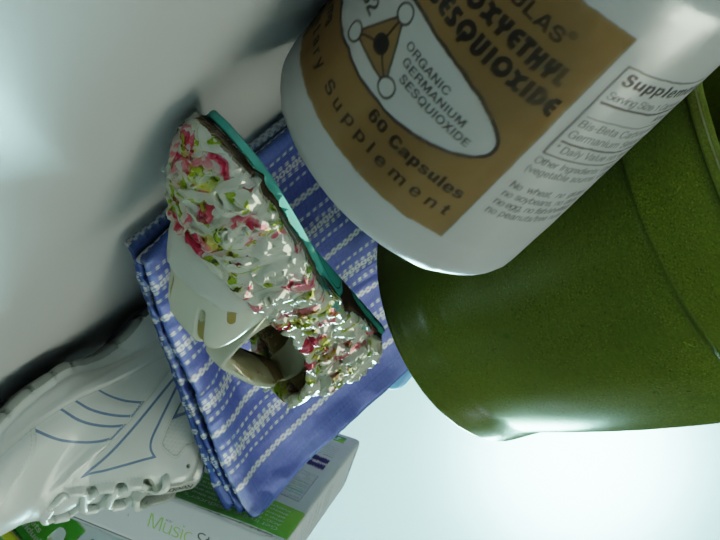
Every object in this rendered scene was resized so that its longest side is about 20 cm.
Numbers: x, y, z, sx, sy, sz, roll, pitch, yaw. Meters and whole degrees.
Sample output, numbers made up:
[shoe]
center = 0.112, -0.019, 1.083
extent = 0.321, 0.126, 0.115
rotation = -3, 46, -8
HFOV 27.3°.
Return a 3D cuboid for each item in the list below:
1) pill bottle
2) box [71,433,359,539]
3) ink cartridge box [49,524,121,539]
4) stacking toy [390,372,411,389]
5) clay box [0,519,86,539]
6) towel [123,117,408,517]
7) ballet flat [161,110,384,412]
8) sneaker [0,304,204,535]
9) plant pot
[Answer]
[pill bottle]
center = 0.070, -0.099, 0.494
extent = 0.200, 0.115, 0.114
rotation = -46, 174, 35
[box]
center = -0.088, 0.110, 0.837
extent = 0.200, 0.143, 0.037
rotation = -32, 142, -77
[ink cartridge box]
center = -0.229, 0.213, 1.008
extent = 0.200, 0.084, 0.144
rotation = -43, 176, 23
[stacking toy]
center = -0.023, 0.039, 1.145
extent = 0.199, 0.110, 0.116
rotation = -15, 149, -55
[clay box]
center = -0.226, 0.206, 0.791
extent = 0.200, 0.115, 0.048
rotation = -43, 174, -4
[towel]
center = -0.028, 0.017, 0.694
extent = 0.145, 0.024, 0.201
rotation = -40, 143, -23
[ballet flat]
center = -0.038, 0.010, 0.584
extent = 0.064, 0.076, 0.200
rotation = -41, 152, -4
[sneaker]
center = -0.121, 0.081, 0.707
extent = 0.200, 0.087, 0.074
rotation = -36, 179, -39
[plant pot]
center = 0.115, -0.013, 0.645
extent = 0.192, 0.202, 0.200
rotation = -25, -174, 37
